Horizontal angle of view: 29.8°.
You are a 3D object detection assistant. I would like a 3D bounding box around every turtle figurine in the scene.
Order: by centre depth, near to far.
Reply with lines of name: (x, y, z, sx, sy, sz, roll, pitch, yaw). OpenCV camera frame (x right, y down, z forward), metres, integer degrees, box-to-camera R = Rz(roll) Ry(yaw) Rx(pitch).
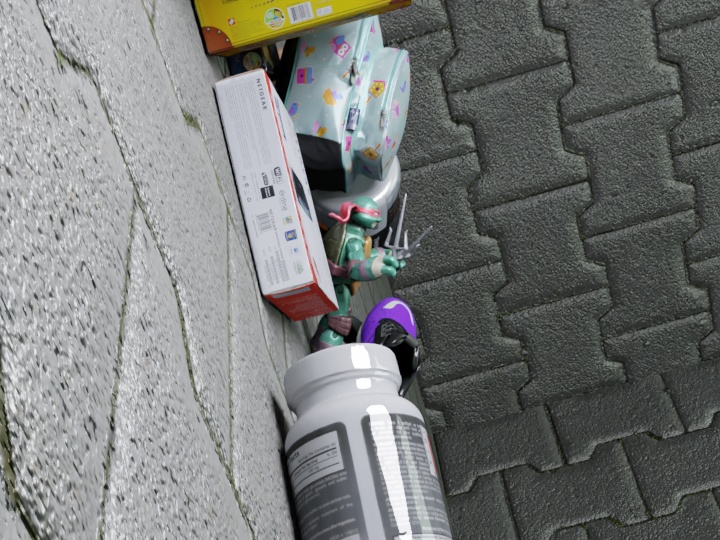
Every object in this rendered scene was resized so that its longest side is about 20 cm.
turtle figurine: (0.000, 0.000, 1.402, 0.150, 0.100, 0.202, -34, 145, -73)

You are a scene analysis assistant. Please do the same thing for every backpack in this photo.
backpack: (-0.021, -0.197, 1.488, 0.176, 0.151, 0.203, 63, 30, -81)

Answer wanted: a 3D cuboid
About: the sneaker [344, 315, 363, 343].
sneaker: (-0.010, 0.132, 1.515, 0.085, 0.074, 0.201, 42, 27, -25)

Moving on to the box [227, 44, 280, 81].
box: (-0.125, -0.273, 1.459, 0.200, 0.037, 0.138, -73, 149, -83)

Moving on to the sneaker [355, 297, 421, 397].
sneaker: (0.035, 0.091, 1.450, 0.100, 0.069, 0.201, -50, -167, 42)

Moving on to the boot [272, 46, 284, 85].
boot: (-0.066, -0.195, 1.736, 0.200, 0.076, 0.157, 13, 60, -83)

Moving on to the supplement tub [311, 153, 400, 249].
supplement tub: (-0.011, -0.075, 1.655, 0.201, 0.121, 0.124, 87, -9, -62)

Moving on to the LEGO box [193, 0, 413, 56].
LEGO box: (-0.052, -0.266, 1.278, 0.149, 0.197, 0.078, -84, 159, -82)

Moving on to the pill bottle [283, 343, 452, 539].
pill bottle: (0.004, 0.167, 1.049, 0.116, 0.114, 0.202, 68, 8, -64)

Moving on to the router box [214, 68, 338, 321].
router box: (-0.077, -0.065, 1.273, 0.180, 0.048, 0.203, 56, 19, -79)
